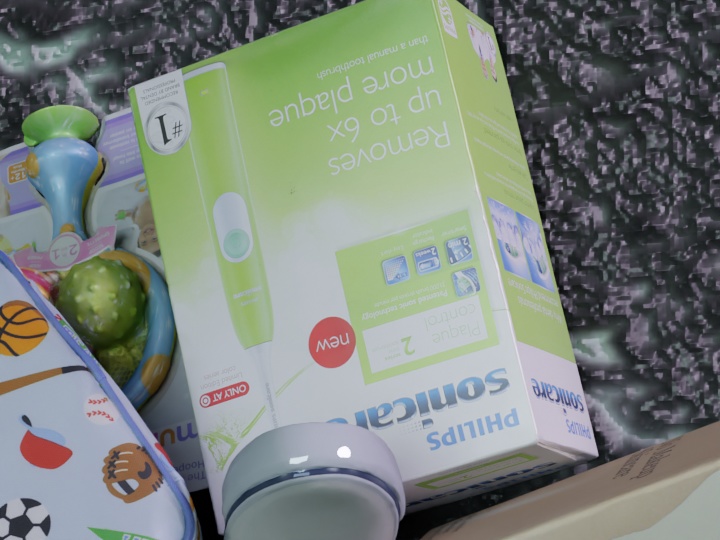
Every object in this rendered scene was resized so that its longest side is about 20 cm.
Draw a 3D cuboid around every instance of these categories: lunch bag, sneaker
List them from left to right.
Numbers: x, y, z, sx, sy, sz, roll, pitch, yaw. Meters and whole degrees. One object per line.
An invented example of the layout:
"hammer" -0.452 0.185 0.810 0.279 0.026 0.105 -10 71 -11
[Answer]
"lunch bag" -0.164 0.091 0.935 0.160 0.076 0.200 -34 59 -13
"sneaker" -0.020 0.130 0.934 0.073 0.200 0.071 -2 57 -7

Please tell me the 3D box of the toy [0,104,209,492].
"toy" -0.132 0.012 1.043 0.115 0.047 0.200 -17 56 16

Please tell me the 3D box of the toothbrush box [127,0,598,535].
"toothbrush box" 0.000 0.000 1.000 0.145 0.086 0.201 -17 76 20

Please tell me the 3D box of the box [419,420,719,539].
"box" 0.118 0.112 0.918 0.200 0.095 0.078 -23 91 16
